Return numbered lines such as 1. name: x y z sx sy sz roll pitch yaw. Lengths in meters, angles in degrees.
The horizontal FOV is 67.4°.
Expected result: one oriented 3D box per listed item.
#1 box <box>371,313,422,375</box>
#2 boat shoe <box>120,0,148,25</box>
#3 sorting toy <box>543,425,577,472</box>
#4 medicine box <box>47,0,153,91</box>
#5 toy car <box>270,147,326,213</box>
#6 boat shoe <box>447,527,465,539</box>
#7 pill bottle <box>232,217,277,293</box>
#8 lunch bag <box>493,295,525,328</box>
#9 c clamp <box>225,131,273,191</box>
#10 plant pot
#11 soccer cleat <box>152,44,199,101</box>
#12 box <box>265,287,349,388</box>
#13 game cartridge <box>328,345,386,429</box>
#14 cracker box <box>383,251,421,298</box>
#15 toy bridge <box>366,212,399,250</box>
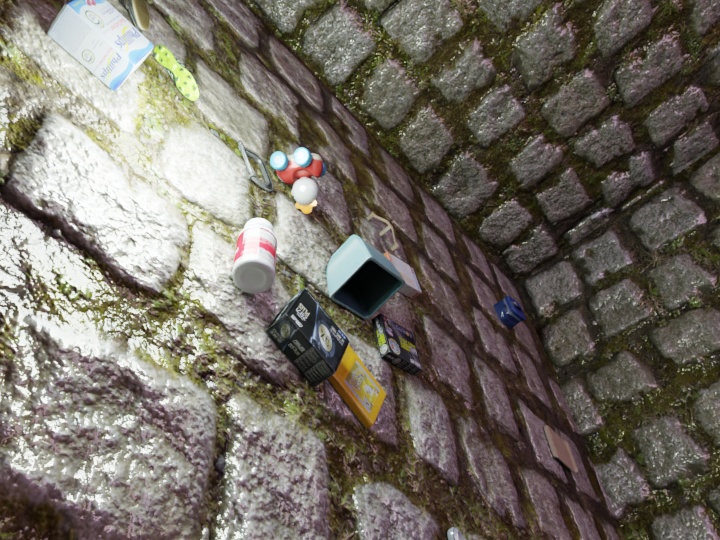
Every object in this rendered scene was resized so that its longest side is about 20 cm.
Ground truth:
1. box: 0.129 0.259 1.886 0.198 0.044 0.163 34 30 -40
2. boat shoe: -0.728 -0.857 1.720 0.073 0.063 0.206 0 74 -75
3. sorting toy: 1.004 0.904 2.725 0.199 0.036 0.187 38 28 -25
4. medicine box: -0.679 -0.610 1.430 0.199 0.102 0.185 41 27 -27
5. toy car: -0.213 -0.301 1.901 0.184 0.171 0.207 17 69 -74
6. boat shoe: 0.311 0.800 1.478 0.073 0.066 0.204 11 49 -58
7. pill bottle: -0.276 -0.046 1.432 0.112 0.111 0.203 38 27 -31
8. lunch bag: 0.921 0.247 3.319 0.198 0.131 0.138 31 32 -44
9. c clamp: -0.362 -0.351 1.795 0.170 0.027 0.203 20 39 -61
10. plant pot: 0.000 0.000 1.819 0.194 0.196 0.202 33 22 -38
11. soccer cleat: -0.573 -0.625 1.709 0.201 0.067 0.081 52 11 -6
12. box: -0.136 0.175 1.438 0.201 0.085 0.164 51 24 -9
13. game cartridge: -0.011 0.324 1.547 0.202 0.032 0.176 54 23 -5
14. cracker box: 0.166 0.023 2.260 0.198 0.057 0.137 29 35 -44
15. toy bridge: 0.112 -0.181 2.420 0.201 0.067 0.027 50 23 -9
